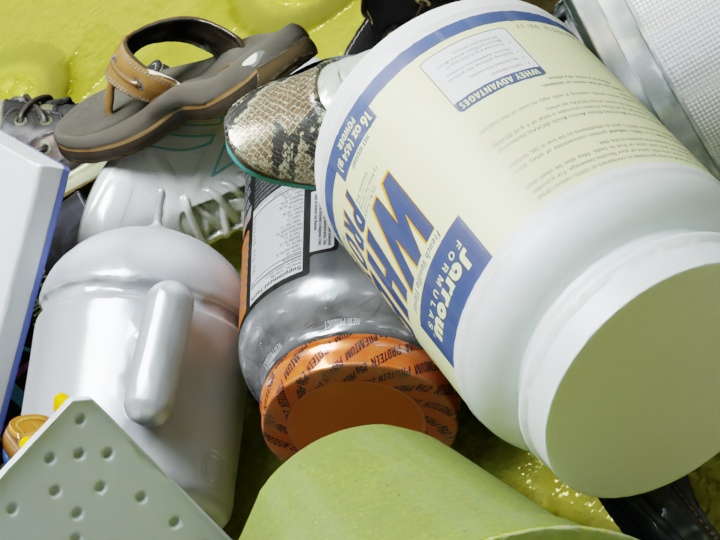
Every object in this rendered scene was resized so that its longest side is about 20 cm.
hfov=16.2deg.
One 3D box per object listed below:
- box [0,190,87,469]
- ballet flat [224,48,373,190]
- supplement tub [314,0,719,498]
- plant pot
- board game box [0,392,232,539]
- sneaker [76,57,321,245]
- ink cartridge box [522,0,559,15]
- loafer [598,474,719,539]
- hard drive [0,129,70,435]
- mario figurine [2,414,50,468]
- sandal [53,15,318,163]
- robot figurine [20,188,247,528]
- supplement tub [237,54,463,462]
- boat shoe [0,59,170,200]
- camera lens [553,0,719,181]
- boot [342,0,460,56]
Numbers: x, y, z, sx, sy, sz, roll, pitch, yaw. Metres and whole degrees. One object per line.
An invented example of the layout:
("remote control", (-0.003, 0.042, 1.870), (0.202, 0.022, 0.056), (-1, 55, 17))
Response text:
("box", (-0.210, 0.058, 1.431), (0.199, 0.036, 0.143), (-36, 42, 0))
("ballet flat", (0.031, -0.074, 1.204), (0.075, 0.199, 0.068), (-48, 49, 38))
("supplement tub", (0.082, -0.012, 1.103), (0.145, 0.145, 0.200), (-38, 48, 0))
("plant pot", (0.030, 0.158, 1.083), (0.200, 0.200, 0.190), (-40, 30, -2))
("board game box", (-0.136, 0.188, 1.149), (0.200, 0.200, 0.026), (-47, 29, -9))
("sneaker", (-0.075, -0.053, 1.392), (0.080, 0.071, 0.200), (27, 59, 36))
("ink cartridge box", (0.119, -0.195, 1.391), (0.164, 0.075, 0.200), (-36, 43, 5))
("loafer", (0.124, 0.062, 1.170), (0.072, 0.073, 0.200), (-32, 43, 1))
("hard drive", (-0.219, 0.023, 1.343), (0.132, 0.025, 0.202), (27, 105, 48))
("mario figurine", (-0.156, 0.175, 1.181), (0.123, 0.201, 0.106), (6, 28, 22))
("sandal", (-0.100, -0.106, 1.337), (0.082, 0.055, 0.199), (-41, 16, -31))
("robot figurine", (-0.114, 0.064, 1.284), (0.170, 0.112, 0.202), (133, 146, -64))
("supplement tub", (0.000, 0.000, 1.270), (0.122, 0.123, 0.201), (-19, 46, 21))
("boat shoe", (-0.197, -0.071, 1.500), (0.200, 0.066, 0.072), (-33, 17, 9))
("camera lens", (0.201, -0.135, 1.218), (0.199, 0.160, 0.161), (-29, 43, 11))
("boot", (-0.004, -0.163, 1.282), (0.200, 0.150, 0.074), (-42, 36, 54))
